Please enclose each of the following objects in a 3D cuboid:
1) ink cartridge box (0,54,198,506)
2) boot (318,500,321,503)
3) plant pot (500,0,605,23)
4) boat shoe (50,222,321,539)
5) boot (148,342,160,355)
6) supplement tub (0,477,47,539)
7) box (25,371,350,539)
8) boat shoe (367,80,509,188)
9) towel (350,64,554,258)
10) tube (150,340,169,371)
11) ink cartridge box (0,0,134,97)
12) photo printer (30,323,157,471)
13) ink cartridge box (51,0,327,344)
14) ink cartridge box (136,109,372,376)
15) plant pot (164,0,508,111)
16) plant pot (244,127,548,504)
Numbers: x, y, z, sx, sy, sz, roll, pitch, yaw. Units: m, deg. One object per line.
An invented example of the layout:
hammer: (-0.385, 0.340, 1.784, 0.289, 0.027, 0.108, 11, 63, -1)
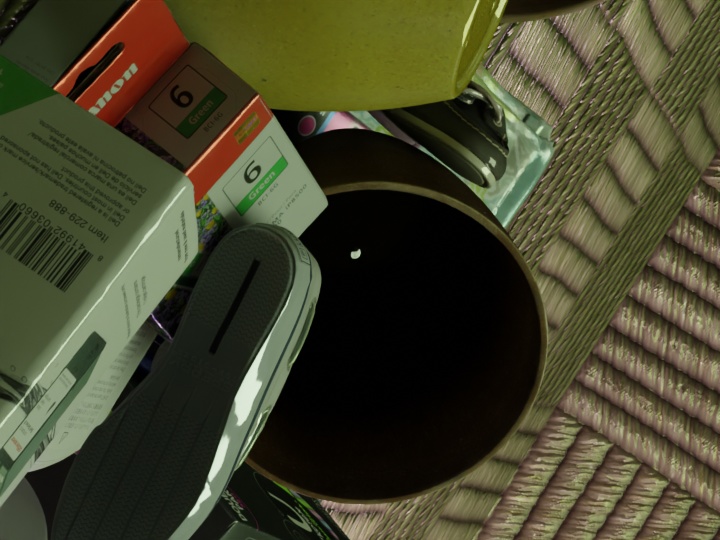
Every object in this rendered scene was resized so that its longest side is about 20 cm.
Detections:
ink cartridge box: (-0.184, 0.014, 1.213, 0.200, 0.146, 0.084, -52, 168, -18)
boot: (-0.120, 0.187, 1.899, 0.200, 0.066, 0.165, -31, -149, 35)
plant pot: (0.091, -0.239, 1.682, 0.201, 0.200, 0.093, 103, -18, -56)
boat shoe: (-0.074, 0.074, 1.408, 0.200, 0.074, 0.067, -56, 155, 3)
boot: (-0.045, 0.002, 1.846, 0.211, 0.079, 0.158, 10, 91, -47)
supplement tub: (-0.231, 0.187, 1.451, 0.145, 0.145, 0.200, -47, 164, -40)
box: (-0.105, 0.160, 1.699, 0.124, 0.149, 0.200, -47, 149, 7)
boat shoe: (0.047, -0.095, 1.632, 0.057, 0.067, 0.200, -50, -161, -1)
towel: (0.015, -0.059, 1.803, 0.200, 0.171, 0.048, -55, -152, -13)
tube: (-0.061, 0.078, 1.725, 0.052, 0.058, 0.200, -43, 154, 7)
ink cartridge box: (-0.168, -0.056, 1.352, 0.200, 0.039, 0.100, -51, 167, -24)
photo printer: (-0.151, 0.016, 1.516, 0.200, 0.069, 0.166, -58, 168, 2)
ink cartridge box: (-0.090, -0.044, 1.375, 0.109, 0.050, 0.200, -48, 156, -7)
ink cartridge box: (-0.075, -0.021, 1.702, 0.095, 0.037, 0.200, 35, 88, -42)
plant pot: (0.001, -0.157, 1.435, 0.200, 0.142, 0.200, 23, 90, -82)
plant pot: (0.000, 0.000, 1.600, 0.187, 0.187, 0.200, -62, -166, 20)
